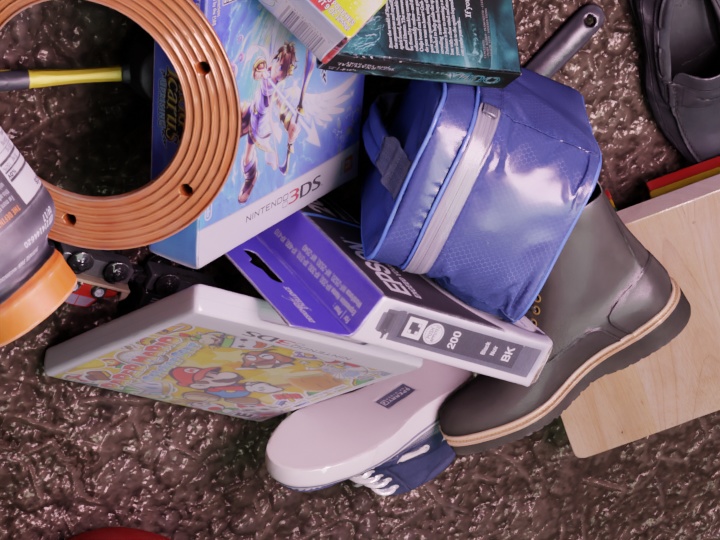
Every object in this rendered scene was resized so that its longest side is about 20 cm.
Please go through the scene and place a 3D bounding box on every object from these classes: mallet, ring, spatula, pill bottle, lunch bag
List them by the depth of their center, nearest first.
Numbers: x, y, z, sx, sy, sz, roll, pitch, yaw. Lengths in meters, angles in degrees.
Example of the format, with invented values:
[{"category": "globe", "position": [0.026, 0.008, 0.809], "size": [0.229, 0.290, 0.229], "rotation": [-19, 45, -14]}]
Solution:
[{"category": "pill bottle", "position": [-0.254, -0.051, 1.398], "size": [0.106, 0.106, 0.201], "rotation": [-36, 105, -4]}, {"category": "ring", "position": [-0.167, -0.106, 1.418], "size": [0.199, 0.019, 0.202], "rotation": [6, 119, 11]}, {"category": "mallet", "position": [-0.199, -0.119, 1.465], "size": [0.199, 0.066, 0.042], "rotation": [-7, 105, -23]}, {"category": "lunch bag", "position": [0.068, -0.072, 1.546], "size": [0.132, 0.200, 0.137], "rotation": [24, 108, -10]}, {"category": "spatula", "position": [0.101, -0.114, 1.652], "size": [0.056, 0.021, 0.200], "rotation": [43, 88, -9]}]

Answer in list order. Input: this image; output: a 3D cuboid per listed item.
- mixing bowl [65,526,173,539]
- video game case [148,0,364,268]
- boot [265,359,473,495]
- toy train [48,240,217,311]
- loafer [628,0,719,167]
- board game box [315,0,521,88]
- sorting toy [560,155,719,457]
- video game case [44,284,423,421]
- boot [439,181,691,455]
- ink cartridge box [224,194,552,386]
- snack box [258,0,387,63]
[{"category": "mixing bowl", "position": [-0.179, 0.260, 1.672], "size": [0.199, 0.108, 0.201], "rotation": [-13, 122, -21]}, {"category": "video game case", "position": [-0.061, -0.125, 1.495], "size": [0.181, 0.045, 0.201], "rotation": [-33, 136, -48]}, {"category": "boot", "position": [0.008, 0.135, 1.692], "size": [0.199, 0.073, 0.091], "rotation": [-25, 133, -39]}, {"category": "toy train", "position": [-0.188, 0.001, 1.565], "size": [0.199, 0.034, 0.046], "rotation": [15, 121, -33]}, {"category": "loafer", "position": [0.239, -0.148, 1.676], "size": [0.068, 0.070, 0.201], "rotation": [-29, 128, -9]}, {"category": "board game box", "position": [0.028, -0.217, 1.466], "size": [0.134, 0.202, 0.028], "rotation": [4, 161, -27]}, {"category": "sorting toy", "position": [0.222, 0.018, 1.745], "size": [0.197, 0.070, 0.201], "rotation": [-20, 127, 3]}, {"category": "video game case", "position": [-0.087, 0.059, 1.570], "size": [0.181, 0.199, 0.023], "rotation": [15, 68, -33]}, {"category": "boot", "position": [0.117, 0.027, 1.651], "size": [0.199, 0.078, 0.139], "rotation": [-35, 119, 2]}, {"category": "ink cartridge box", "position": [0.000, 0.000, 1.556], "size": [0.199, 0.198, 0.044], "rotation": [15, 107, -34]}, {"category": "snack box", "position": [-0.043, -0.244, 1.391], "size": [0.200, 0.053, 0.142], "rotation": [43, 65, -5]}]
